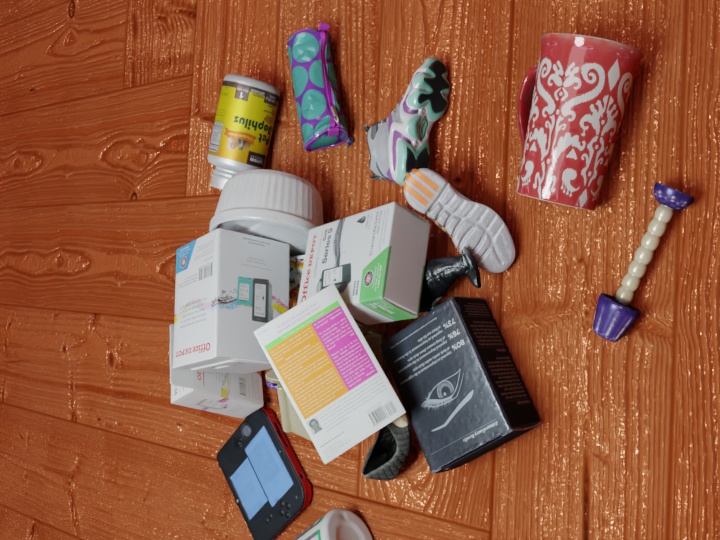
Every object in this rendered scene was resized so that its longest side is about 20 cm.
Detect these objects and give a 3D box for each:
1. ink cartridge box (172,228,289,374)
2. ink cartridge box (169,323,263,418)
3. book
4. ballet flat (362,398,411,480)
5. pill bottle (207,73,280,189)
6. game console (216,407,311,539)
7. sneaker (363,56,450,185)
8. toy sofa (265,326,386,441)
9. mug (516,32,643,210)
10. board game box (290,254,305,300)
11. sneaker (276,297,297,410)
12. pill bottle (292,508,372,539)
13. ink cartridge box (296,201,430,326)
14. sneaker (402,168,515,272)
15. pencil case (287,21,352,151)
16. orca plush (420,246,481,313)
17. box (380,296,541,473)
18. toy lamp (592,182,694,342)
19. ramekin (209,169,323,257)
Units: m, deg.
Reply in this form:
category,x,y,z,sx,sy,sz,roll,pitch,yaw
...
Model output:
category,x,y,z,sx,sy,sz,roll,pitch,yaw
ink cartridge box,-0.212,0.058,1.242,0.145,0.144,0.206,-17,69,47
ink cartridge box,-0.267,0.178,1.321,0.067,0.198,0.119,-30,53,32
book,-0.042,0.139,1.035,0.132,0.048,0.203,-29,84,-4
ballet flat,0.040,0.257,1.119,0.203,0.055,0.067,97,155,-45
pill bottle,-0.218,-0.247,1.386,0.108,0.108,0.206,18,98,37
game console,-0.178,0.370,1.357,0.177,0.031,0.202,-47,60,25
sneaker,0.058,-0.237,1.191,0.138,0.077,0.205,11,81,49
toy sofa,-0.051,0.162,1.160,0.096,0.199,0.085,15,125,33
mug,0.279,-0.193,1.004,0.130,0.178,0.206,11,99,1
board game box,-0.123,0.042,1.325,0.196,0.034,0.130,-9,91,38
sneaker,-0.108,0.145,1.287,0.073,0.075,0.206,-159,66,-63
pill bottle,-0.076,0.481,1.217,0.200,0.112,0.115,-43,63,28
ink cartridge box,0.000,0.000,1.124,0.197,0.083,0.150,-14,60,46
sneaker,0.147,-0.084,1.111,0.200,0.112,0.078,43,101,-4
pencil case,-0.072,-0.309,1.291,0.092,0.083,0.206,-25,71,50
orca plush,0.094,0.040,1.112,0.197,0.071,0.106,-12,120,45
box,0.140,0.161,1.076,0.147,0.103,0.204,-34,67,30
toy lamp,0.351,-0.008,0.953,0.058,0.058,0.204,28,103,35
ramekin,-0.152,-0.095,1.274,0.199,0.201,0.097,-8,70,37
